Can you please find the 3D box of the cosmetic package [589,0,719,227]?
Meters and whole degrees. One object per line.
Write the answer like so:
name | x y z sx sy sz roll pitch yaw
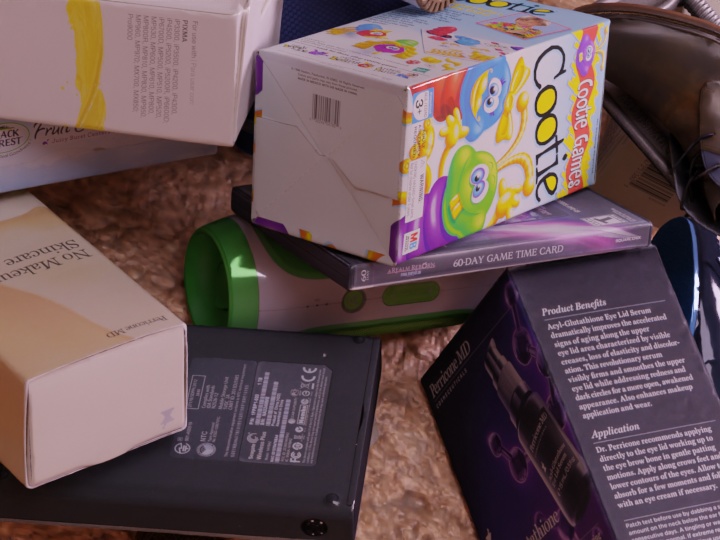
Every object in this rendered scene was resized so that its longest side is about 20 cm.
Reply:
cosmetic package | 0.222 -0.135 1.706 0.071 0.105 0.200 27 56 -5

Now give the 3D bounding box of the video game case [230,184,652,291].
video game case | 0.046 -0.031 1.501 0.200 0.019 0.143 -7 23 -29

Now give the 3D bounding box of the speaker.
speaker | 0.000 0.000 1.555 0.200 0.088 0.089 -6 64 -25

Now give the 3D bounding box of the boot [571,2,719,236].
boot | 0.202 -0.083 1.529 0.200 0.075 0.097 24 57 -2

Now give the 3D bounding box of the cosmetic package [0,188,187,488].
cosmetic package | -0.189 0.026 1.414 0.105 0.071 0.200 -21 39 -33

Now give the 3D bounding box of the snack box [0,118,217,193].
snack box | -0.202 -0.097 1.502 0.200 0.053 0.142 -11 29 -30

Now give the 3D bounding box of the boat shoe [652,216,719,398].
boat shoe | 0.212 0.068 1.617 0.069 0.084 0.200 9 74 -26

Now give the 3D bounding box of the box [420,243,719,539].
box | 0.134 0.108 1.508 0.104 0.148 0.200 -9 64 -26

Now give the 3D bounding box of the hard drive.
hard drive | -0.095 0.085 1.437 0.200 0.033 0.140 4 43 6

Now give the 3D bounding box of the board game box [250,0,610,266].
board game box | 0.042 -0.085 1.470 0.105 0.103 0.200 18 25 34

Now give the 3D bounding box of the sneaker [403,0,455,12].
sneaker | 0.052 -0.246 1.528 0.112 0.071 0.200 27 65 30

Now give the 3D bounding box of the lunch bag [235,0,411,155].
lunch bag | -0.035 -0.176 1.619 0.136 0.132 0.200 -6 60 -4

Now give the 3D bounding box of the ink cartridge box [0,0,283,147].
ink cartridge box | -0.150 -0.143 1.446 0.200 0.084 0.145 7 28 6

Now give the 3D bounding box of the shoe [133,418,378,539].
shoe | -0.053 0.125 1.468 0.070 0.053 0.200 11 41 38

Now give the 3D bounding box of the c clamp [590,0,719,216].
c clamp | 0.219 -0.125 1.610 0.171 0.027 0.200 -23 69 -30
